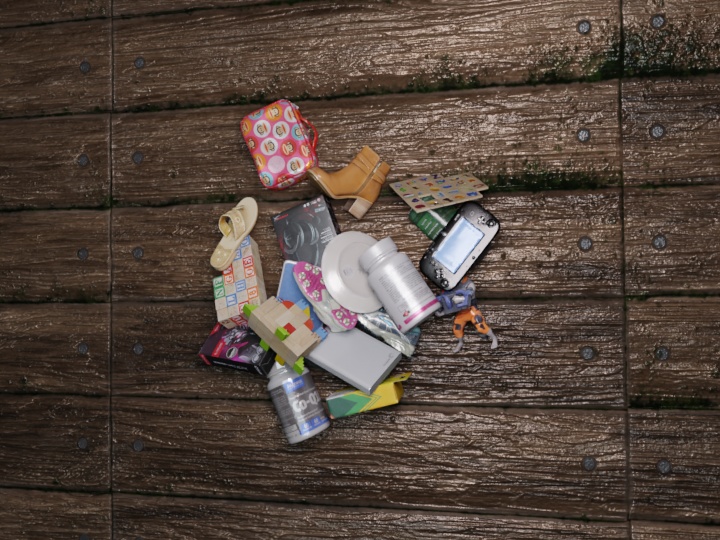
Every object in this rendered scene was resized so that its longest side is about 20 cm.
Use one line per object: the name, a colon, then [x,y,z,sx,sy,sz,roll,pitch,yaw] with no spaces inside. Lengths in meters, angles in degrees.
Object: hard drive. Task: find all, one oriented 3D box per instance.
hard drive: [-0.020,0.199,1.556,0.198,0.027,0.132,26,50,27]

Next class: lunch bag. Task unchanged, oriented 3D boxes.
lunch bag: [-0.190,-0.317,1.644,0.173,0.082,0.203,-22,84,9]

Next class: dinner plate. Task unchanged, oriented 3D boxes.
dinner plate: [0.000,0.000,1.568,0.197,0.024,0.204,9,69,-24]

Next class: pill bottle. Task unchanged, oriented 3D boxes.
pill bottle: [0.086,0.033,1.516,0.113,0.113,0.202,-36,81,8]
pill bottle: [-0.160,0.306,1.608,0.112,0.114,0.203,-24,85,9]

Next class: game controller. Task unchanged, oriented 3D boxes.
game controller: [0.220,-0.054,1.472,0.104,0.042,0.201,38,94,9]

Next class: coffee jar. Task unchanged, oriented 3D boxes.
coffee jar: [0.212,-0.093,1.550,0.200,0.104,0.086,47,133,9]

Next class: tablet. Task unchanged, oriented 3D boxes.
tablet: [-0.142,0.077,1.609,0.128,0.014,0.203,12,114,-7]

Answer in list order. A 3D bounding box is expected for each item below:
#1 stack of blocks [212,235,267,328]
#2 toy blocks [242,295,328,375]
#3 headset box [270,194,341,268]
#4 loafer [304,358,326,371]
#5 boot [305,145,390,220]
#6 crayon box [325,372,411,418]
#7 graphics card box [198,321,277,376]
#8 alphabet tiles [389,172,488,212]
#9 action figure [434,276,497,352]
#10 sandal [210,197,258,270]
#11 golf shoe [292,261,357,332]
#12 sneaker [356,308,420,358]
stack of blocks: [-0.302,0.028,1.634,0.113,0.059,0.203,-18,64,9]
toy blocks: [-0.162,0.126,1.539,0.199,0.136,0.101,41,137,12]
headset box: [-0.117,-0.062,1.628,0.146,0.077,0.204,-20,84,10]
loafer: [-0.047,0.209,1.625,0.196,0.063,0.073,7,121,15]
boot: [-0.024,-0.233,1.574,0.199,0.076,0.157,34,88,-29]
crayon box: [0.028,0.295,1.566,0.196,0.127,0.052,-16,86,11]
graphics card box: [-0.285,0.180,1.607,0.197,0.051,0.127,7,51,30]
alphabet tiles: [0.187,-0.189,1.530,0.196,0.168,0.008,-14,122,-14]
action figure: [0.229,0.090,1.551,0.198,0.104,0.197,-8,101,54]
sandal: [-0.319,-0.108,1.627,0.076,0.070,0.215,11,66,24]
golf shoe: [-0.097,0.070,1.559,0.201,0.091,0.075,50,53,-3]
sneaker: [0.057,0.126,1.602,0.198,0.078,0.087,34,77,7]
